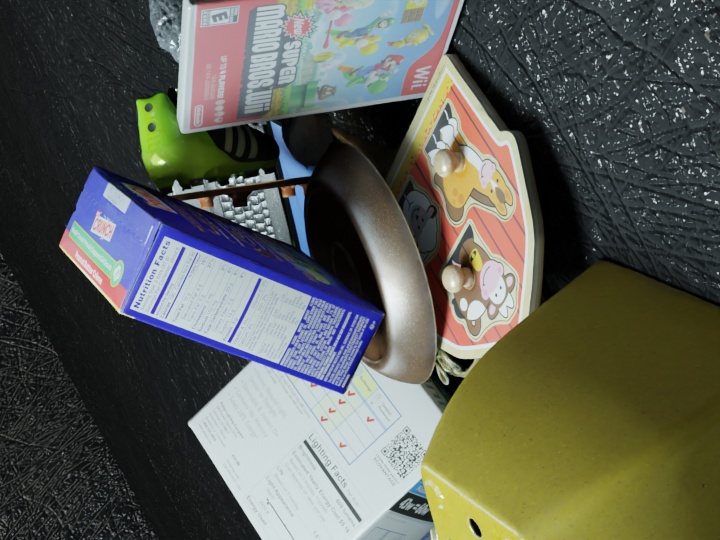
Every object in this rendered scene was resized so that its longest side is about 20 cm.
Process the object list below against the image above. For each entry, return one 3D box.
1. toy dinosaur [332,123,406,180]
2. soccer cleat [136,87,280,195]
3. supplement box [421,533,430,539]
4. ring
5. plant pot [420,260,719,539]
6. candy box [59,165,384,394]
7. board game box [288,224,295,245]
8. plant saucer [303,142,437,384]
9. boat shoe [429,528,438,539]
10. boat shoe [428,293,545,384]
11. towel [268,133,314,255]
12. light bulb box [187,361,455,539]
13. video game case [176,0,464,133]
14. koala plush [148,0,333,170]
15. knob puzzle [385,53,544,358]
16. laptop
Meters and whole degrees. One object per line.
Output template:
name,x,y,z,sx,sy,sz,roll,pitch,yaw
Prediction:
toy dinosaur,0.038,-0.068,1.064,0.199,0.058,0.103,32,127,47
soccer cleat,-0.117,-0.109,1.027,0.200,0.067,0.082,-22,-82,-72
supplement box,0.006,0.279,1.416,0.110,0.108,0.200,58,157,12
ring,-0.121,-0.063,1.130,0.200,0.198,0.020,2,100,65
plant pot,0.153,0.142,0.818,0.195,0.198,0.197,29,140,55
candy box,-0.108,0.005,0.977,0.198,0.078,0.169,24,-174,-31
board game box,-0.130,-0.033,1.472,0.199,0.040,0.155,20,132,60
plant saucer,0.000,0.000,1.026,0.201,0.032,0.202,57,158,37
boat shoe,0.121,0.301,1.249,0.065,0.071,0.204,-13,90,38
boat shoe,0.084,0.046,1.048,0.074,0.062,0.200,59,158,11
towel,-0.036,-0.033,1.285,0.144,0.022,0.203,31,139,57
light bulb box,-0.012,0.153,1.163,0.199,0.200,0.125,51,-170,27
video game case,-0.029,-0.156,0.903,0.144,0.197,0.018,108,148,-60
koala plush,-0.071,-0.188,1.026,0.179,0.182,0.200,57,170,19
knob puzzle,0.068,-0.024,0.938,0.219,0.030,0.223,14,107,57
laptop,-0.112,-0.053,1.276,0.104,0.197,0.180,-73,-26,-61
